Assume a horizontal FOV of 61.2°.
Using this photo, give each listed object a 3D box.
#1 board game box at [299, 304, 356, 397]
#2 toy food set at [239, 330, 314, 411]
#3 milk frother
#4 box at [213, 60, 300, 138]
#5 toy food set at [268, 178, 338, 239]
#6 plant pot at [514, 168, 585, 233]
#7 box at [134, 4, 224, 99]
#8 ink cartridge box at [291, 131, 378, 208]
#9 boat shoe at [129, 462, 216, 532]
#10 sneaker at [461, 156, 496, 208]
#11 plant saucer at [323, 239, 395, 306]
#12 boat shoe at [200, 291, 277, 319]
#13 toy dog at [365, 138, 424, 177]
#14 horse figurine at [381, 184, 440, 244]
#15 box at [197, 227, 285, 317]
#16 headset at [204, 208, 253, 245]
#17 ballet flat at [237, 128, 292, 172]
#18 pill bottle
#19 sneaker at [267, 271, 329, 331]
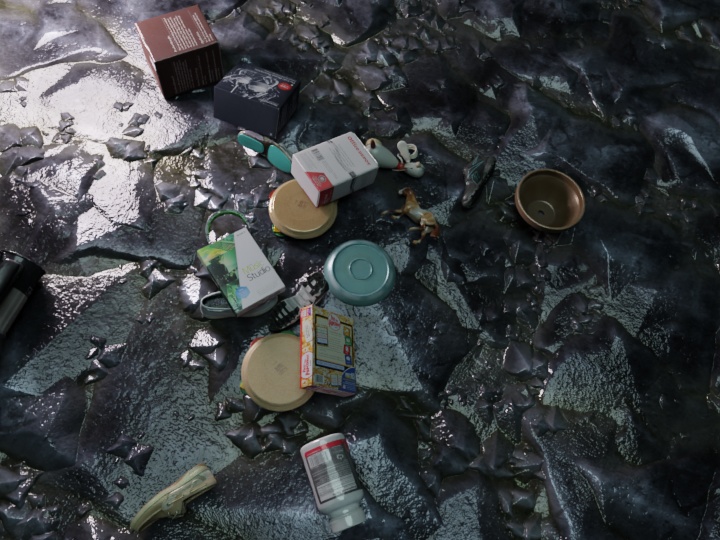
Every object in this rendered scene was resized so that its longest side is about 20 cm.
[{"bbox_3d":[-0.079,0.200,1.507,0.151,0.046,0.201,23,56,-42],"label":"board game box"},{"bbox_3d":[-0.198,0.247,1.509,0.197,0.049,0.201,26,68,4],"label":"toy food set"},{"bbox_3d":[-0.914,0.029,1.471,0.199,0.181,0.189,20,65,0],"label":"milk frother"},{"bbox_3d":[-0.302,-0.503,1.787,0.199,0.104,0.182,19,46,3],"label":"box"},{"bbox_3d":[-0.163,-0.175,1.713,0.197,0.049,0.201,7,66,-2],"label":"toy food set"},{"bbox_3d":[0.536,-0.186,1.765,0.200,0.093,0.202,3,65,-5],"label":"plant pot"},{"bbox_3d":[-0.537,-0.655,1.827,0.199,0.164,0.166,-23,71,-15],"label":"box"},{"bbox_3d":[-0.072,-0.283,1.706,0.199,0.083,0.147,-26,68,-24],"label":"ink cartridge box"},{"bbox_3d":[-0.417,0.520,1.364,0.200,0.072,0.065,-35,72,-25],"label":"boat shoe"},{"bbox_3d":[0.333,-0.264,1.801,0.079,0.076,0.200,21,58,19],"label":"sneaker"},{"bbox_3d":[0.000,0.000,1.663,0.199,0.027,0.201,2,65,-5],"label":"plant saucer"},{"bbox_3d":[-0.313,0.081,1.570,0.200,0.072,0.070,-9,67,-10],"label":"boat shoe"},{"bbox_3d":[0.090,-0.337,1.785,0.199,0.096,0.132,-2,66,-7],"label":"toy dog"},{"bbox_3d":[0.157,-0.150,1.727,0.200,0.050,0.132,41,51,21],"label":"horse figurine"},{"bbox_3d":[-0.304,0.001,1.549,0.144,0.036,0.200,-30,73,-23],"label":"box"},{"bbox_3d":[-0.339,-0.071,1.623,0.123,0.094,0.201,-21,86,-14],"label":"headset"},{"bbox_3d":[-0.262,-0.360,1.780,0.200,0.072,0.072,32,67,7],"label":"ballet flat"},{"bbox_3d":[-0.058,0.486,1.391,0.110,0.111,0.201,-16,69,-13],"label":"pill bottle"},{"bbox_3d":[-0.153,0.091,1.584,0.200,0.090,0.067,-44,65,5],"label":"sneaker"}]
